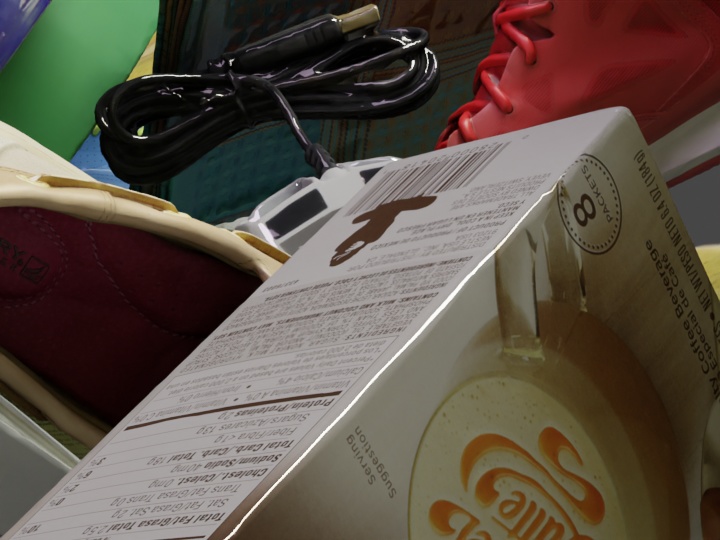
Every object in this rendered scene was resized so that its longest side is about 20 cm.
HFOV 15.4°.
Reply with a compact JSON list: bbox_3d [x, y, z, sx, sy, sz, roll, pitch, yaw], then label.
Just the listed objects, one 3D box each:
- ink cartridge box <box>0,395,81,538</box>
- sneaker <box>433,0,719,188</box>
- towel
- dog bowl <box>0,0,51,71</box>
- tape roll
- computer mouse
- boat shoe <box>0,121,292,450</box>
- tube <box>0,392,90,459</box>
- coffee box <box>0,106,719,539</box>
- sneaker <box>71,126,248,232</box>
[{"bbox_3d":[-0.159,0.105,0.657,0.200,0.083,0.147,-55,22,-8],"label":"ink cartridge box"},{"bbox_3d":[0.047,-0.065,0.885,0.200,0.116,0.078,-31,16,-12],"label":"sneaker"},{"bbox_3d":[0.017,-0.086,0.913,0.200,0.147,0.022,-17,50,-28],"label":"towel"},{"bbox_3d":[-0.171,-0.073,0.829,0.200,0.079,0.200,-44,18,18],"label":"dog bowl"},{"bbox_3d":[-0.146,-0.046,0.927,0.200,0.048,0.201,-44,17,17],"label":"tape roll"},{"bbox_3d":[0.000,0.000,0.794,0.109,0.044,0.200,-19,48,-11],"label":"computer mouse"},{"bbox_3d":[-0.035,0.027,0.653,0.074,0.200,0.069,-63,25,5],"label":"boat shoe"},{"bbox_3d":[-0.079,0.021,0.735,0.058,0.200,0.052,23,76,45],"label":"tube"},{"bbox_3d":[0.007,0.066,0.574,0.080,0.115,0.200,-11,25,41],"label":"coffee box"},{"bbox_3d":[-0.079,-0.033,1.009,0.200,0.105,0.076,-21,18,25],"label":"sneaker"}]
